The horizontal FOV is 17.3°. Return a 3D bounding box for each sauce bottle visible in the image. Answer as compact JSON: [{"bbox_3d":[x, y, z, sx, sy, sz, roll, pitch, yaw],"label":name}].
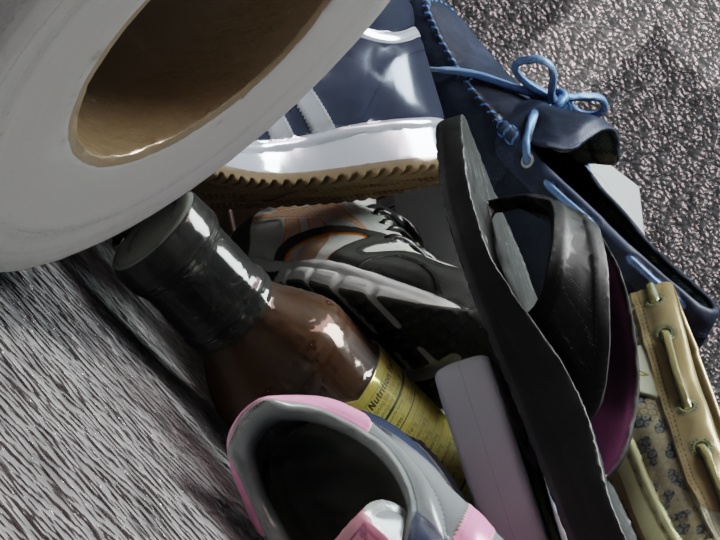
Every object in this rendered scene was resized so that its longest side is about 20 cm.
[{"bbox_3d":[-0.012,0.054,0.881,0.200,0.065,0.065,46,3,-19],"label":"sauce bottle"}]

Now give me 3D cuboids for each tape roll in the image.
[{"bbox_3d":[-0.084,-0.116,0.681,0.139,0.203,0.203,48,2,14],"label":"tape roll"}]

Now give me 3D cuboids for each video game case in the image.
[{"bbox_3d":[0.084,0.139,0.830,0.182,0.023,0.201,38,33,-70],"label":"video game case"}]

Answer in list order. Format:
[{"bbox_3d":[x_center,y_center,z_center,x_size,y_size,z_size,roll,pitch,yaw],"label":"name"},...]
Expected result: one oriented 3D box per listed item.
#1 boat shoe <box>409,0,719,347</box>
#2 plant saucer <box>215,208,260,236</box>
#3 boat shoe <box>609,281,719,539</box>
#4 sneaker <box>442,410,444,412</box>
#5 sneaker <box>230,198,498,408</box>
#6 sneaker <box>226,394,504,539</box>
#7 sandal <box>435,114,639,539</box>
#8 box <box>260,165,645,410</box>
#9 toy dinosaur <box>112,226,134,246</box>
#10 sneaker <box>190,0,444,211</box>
[{"bbox_3d":[0.084,-0.040,0.992,0.201,0.069,0.084,56,27,14],"label":"boat shoe"},{"bbox_3d":[-0.017,-0.002,1.150,0.200,0.032,0.201,42,37,-42],"label":"plant saucer"},{"bbox_3d":[0.124,0.083,0.815,0.201,0.062,0.073,60,1,35],"label":"boat shoe"},{"bbox_3d":[0.036,0.089,1.046,0.086,0.078,0.200,38,-3,12],"label":"sneaker"},{"bbox_3d":[0.000,0.000,0.949,0.200,0.080,0.074,11,-36,55],"label":"sneaker"},{"bbox_3d":[0.025,0.110,0.703,0.200,0.070,0.082,42,5,38],"label":"sneaker"},{"bbox_3d":[0.073,0.032,0.785,0.075,0.048,0.201,55,14,-60],"label":"sandal"},{"bbox_3d":[0.052,0.008,1.119,0.200,0.106,0.153,32,44,-49],"label":"box"},{"bbox_3d":[-0.055,-0.067,0.980,0.136,0.199,0.086,-131,-158,-62],"label":"toy dinosaur"},{"bbox_3d":[-0.055,-0.080,0.898,0.199,0.070,0.109,-4,81,-38],"label":"sneaker"}]
